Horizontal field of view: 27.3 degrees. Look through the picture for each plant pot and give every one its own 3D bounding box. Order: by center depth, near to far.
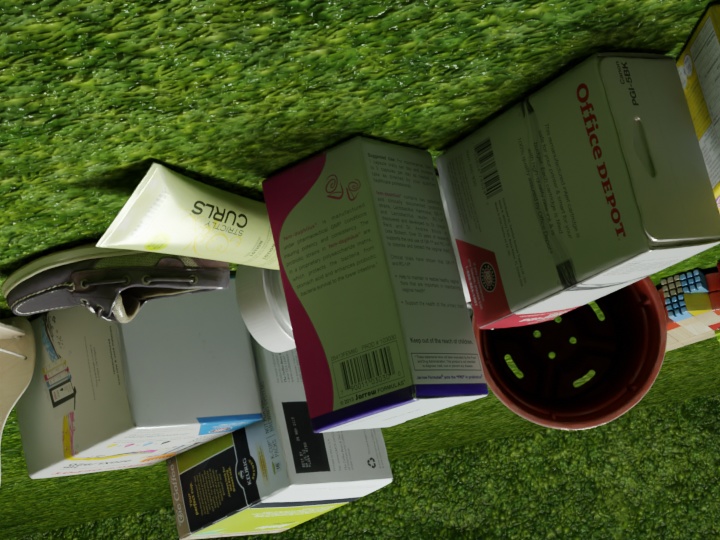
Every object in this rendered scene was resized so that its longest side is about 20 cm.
[{"bbox_3d":[0.218,0.070,1.613,0.200,0.201,0.195,-13,175,2],"label":"plant pot"}]

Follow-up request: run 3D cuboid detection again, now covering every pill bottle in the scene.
[{"bbox_3d":[0.000,0.000,1.258,0.200,0.110,0.110,-20,165,27],"label":"pill bottle"}]

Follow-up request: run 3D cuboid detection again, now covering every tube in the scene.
[{"bbox_3d":[-0.117,-0.035,1.134,0.052,0.058,0.200,-2,172,31],"label":"tube"}]

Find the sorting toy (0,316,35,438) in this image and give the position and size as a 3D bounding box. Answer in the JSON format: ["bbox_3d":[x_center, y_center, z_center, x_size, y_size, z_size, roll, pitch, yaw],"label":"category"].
[{"bbox_3d":[-0.360,0.121,1.276,0.107,0.180,0.200,-15,166,10],"label":"sorting toy"}]

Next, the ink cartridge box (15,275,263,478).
[{"bbox_3d":[-0.217,0.101,1.398,0.147,0.145,0.200,0,162,-41],"label":"ink cartridge box"}]

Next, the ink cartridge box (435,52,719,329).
[{"bbox_3d":[0.158,-0.055,1.095,0.083,0.147,0.200,-5,165,-34],"label":"ink cartridge box"}]

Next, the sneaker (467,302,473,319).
[{"bbox_3d":[0.036,0.068,1.652,0.200,0.078,0.090,-6,172,-18],"label":"sneaker"}]

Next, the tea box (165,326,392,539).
[{"bbox_3d":[-0.095,0.144,1.470,0.133,0.200,0.197,4,156,-41],"label":"tea box"}]

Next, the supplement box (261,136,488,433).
[{"bbox_3d":[0.010,0.012,1.123,0.101,0.200,0.103,-21,166,35],"label":"supplement box"}]

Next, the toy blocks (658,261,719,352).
[{"bbox_3d":[0.439,0.044,1.923,0.200,0.100,0.137,-20,153,27],"label":"toy blocks"}]

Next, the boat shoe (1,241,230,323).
[{"bbox_3d":[-0.200,0.011,1.216,0.200,0.065,0.072,-15,167,10],"label":"boat shoe"}]

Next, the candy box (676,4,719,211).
[{"bbox_3d":[0.252,-0.107,1.064,0.026,0.102,0.200,-16,168,-5],"label":"candy box"}]
